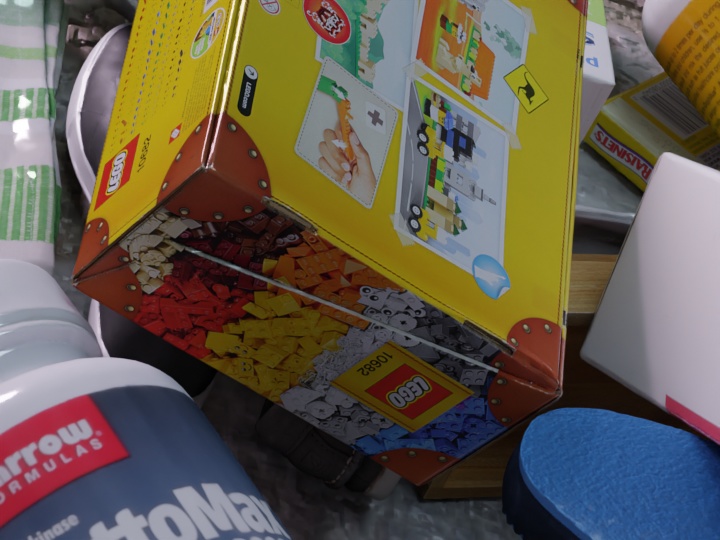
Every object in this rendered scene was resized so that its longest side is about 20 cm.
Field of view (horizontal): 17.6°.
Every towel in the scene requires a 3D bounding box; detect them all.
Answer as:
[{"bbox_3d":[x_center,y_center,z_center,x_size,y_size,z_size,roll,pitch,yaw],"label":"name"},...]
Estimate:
[{"bbox_3d":[-0.186,-0.067,0.902,0.152,0.023,0.201,13,41,-18],"label":"towel"}]

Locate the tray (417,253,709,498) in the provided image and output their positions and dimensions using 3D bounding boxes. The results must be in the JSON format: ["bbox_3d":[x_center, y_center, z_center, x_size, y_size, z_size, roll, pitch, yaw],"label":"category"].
[{"bbox_3d":[0.121,0.040,0.903,0.199,0.099,0.037,1,43,-31],"label":"tray"}]

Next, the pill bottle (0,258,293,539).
[{"bbox_3d":[-0.082,0.097,0.702,0.119,0.120,0.200,-13,53,-40],"label":"pill bottle"}]

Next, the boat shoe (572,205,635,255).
[{"bbox_3d":[0.129,0.010,0.969,0.199,0.066,0.074,3,44,-28],"label":"boat shoe"}]

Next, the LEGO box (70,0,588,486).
[{"bbox_3d":[-0.002,-0.053,0.800,0.149,0.077,0.201,32,45,-25],"label":"LEGO box"}]

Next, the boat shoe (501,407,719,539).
[{"bbox_3d":[0.129,0.119,0.747,0.199,0.069,0.084,31,46,6],"label":"boat shoe"}]

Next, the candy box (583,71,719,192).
[{"bbox_3d":[0.200,-0.069,1.133,0.102,0.026,0.200,44,40,17],"label":"candy box"}]

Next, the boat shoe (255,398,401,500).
[{"bbox_3d":[0.000,0.000,0.904,0.057,0.067,0.201,23,42,-14],"label":"boat shoe"}]

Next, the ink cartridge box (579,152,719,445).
[{"bbox_3d":[0.200,0.041,0.803,0.199,0.083,0.146,20,6,-26],"label":"ink cartridge box"}]

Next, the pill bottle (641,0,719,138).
[{"bbox_3d":[0.197,-0.103,1.043,0.112,0.113,0.200,-23,72,-45],"label":"pill bottle"}]

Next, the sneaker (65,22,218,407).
[{"bbox_3d":[-0.061,-0.047,0.885,0.070,0.099,0.201,19,39,-25],"label":"sneaker"}]

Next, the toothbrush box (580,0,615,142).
[{"bbox_3d":[0.026,-0.135,1.056,0.145,0.086,0.201,16,39,-15],"label":"toothbrush box"}]
